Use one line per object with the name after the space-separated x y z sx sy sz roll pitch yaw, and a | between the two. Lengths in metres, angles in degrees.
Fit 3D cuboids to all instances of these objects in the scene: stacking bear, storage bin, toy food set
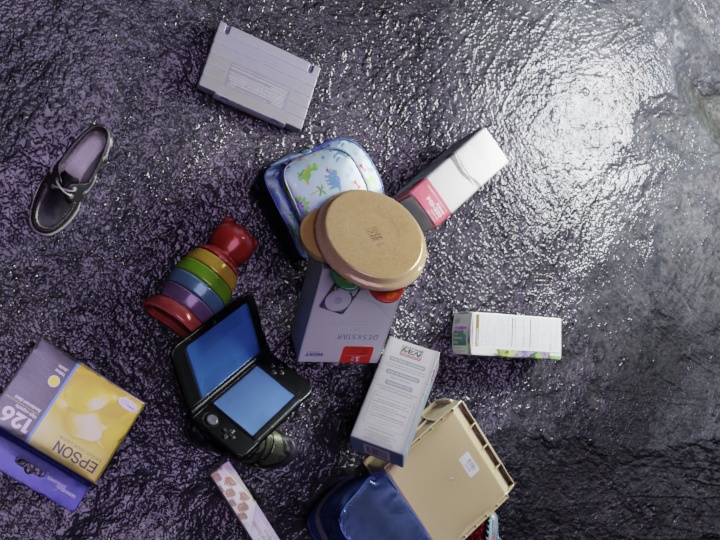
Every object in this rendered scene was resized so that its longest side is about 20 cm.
-0.250 0.008 1.344 0.121 0.114 0.202 36 68 -7 | stacking bear
0.145 0.368 1.468 0.197 0.093 0.202 -36 97 -20 | storage bin
0.015 -0.044 1.300 0.199 0.049 0.198 -33 74 -37 | toy food set

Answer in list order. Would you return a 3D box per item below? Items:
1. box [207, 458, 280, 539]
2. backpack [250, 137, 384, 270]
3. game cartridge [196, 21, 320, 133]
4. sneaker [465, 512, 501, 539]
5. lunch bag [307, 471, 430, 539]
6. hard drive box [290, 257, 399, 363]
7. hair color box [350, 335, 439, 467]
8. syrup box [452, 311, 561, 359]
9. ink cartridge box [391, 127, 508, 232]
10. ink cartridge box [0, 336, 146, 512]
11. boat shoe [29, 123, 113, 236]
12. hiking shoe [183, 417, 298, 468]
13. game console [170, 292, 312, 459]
-0.187 0.410 1.366 0.038 0.041 0.202 -33 96 -20 | box
-0.059 -0.130 1.407 0.198 0.146 0.186 -30 98 -24 | backpack
-0.180 -0.338 1.441 0.197 0.038 0.132 21 82 -18 | game cartridge
0.241 0.536 1.508 0.094 0.079 0.205 0 93 -30 | sneaker
0.015 0.454 1.392 0.135 0.132 0.202 -38 98 -35 | lunch bag
-0.022 0.057 1.382 0.153 0.077 0.203 2 127 -20 | hard drive box
0.062 0.225 1.417 0.097 0.061 0.202 16 60 14 | hair color box
0.278 0.125 1.547 0.196 0.079 0.083 4 84 -20 | syrup box
0.153 -0.158 1.489 0.200 0.145 0.085 -43 98 -18 | ink cartridge box
-0.472 0.242 1.271 0.196 0.047 0.202 35 72 -15 | ink cartridge box
-0.460 -0.147 1.301 0.073 0.060 0.202 36 74 -15 | boat shoe
-0.192 0.288 1.340 0.196 0.100 0.077 17 86 -17 | hiking shoe
-0.184 0.165 1.305 0.175 0.118 0.199 35 43 16 | game console
